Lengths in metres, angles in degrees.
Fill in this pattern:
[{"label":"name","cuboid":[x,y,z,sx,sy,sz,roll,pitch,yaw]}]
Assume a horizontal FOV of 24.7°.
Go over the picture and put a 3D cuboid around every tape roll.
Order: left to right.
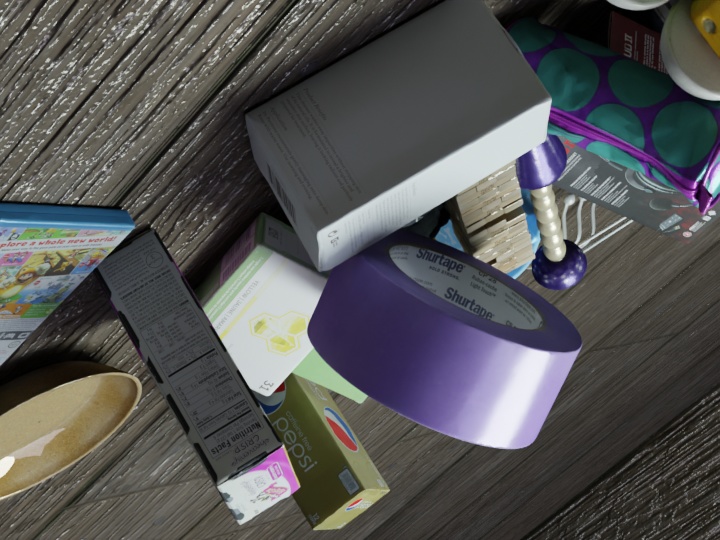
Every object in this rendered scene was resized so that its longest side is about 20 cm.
[{"label":"tape roll","cuboid":[0.064,0.048,1.259,0.199,0.199,0.086,1,118,-59]}]

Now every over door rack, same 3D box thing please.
[{"label":"over door rack","cuboid":[0.264,-0.063,1.699,0.198,0.067,0.148,-21,178,22]}]

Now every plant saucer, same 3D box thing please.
[{"label":"plant saucer","cuboid":[-0.279,0.131,1.378,0.199,0.036,0.201,-30,162,-11]}]

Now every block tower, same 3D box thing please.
[{"label":"block tower","cuboid":[0.098,-0.057,1.327,0.057,0.054,0.200,-28,154,-3]}]

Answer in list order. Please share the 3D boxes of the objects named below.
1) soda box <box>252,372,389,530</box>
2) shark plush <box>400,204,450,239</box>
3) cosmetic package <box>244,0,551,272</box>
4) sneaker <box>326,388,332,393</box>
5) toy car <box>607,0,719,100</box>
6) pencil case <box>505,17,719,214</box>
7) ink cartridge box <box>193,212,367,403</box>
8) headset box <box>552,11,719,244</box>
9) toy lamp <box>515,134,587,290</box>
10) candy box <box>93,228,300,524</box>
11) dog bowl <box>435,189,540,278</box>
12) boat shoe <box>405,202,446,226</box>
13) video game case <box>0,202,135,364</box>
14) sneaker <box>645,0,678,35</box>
[{"label":"soda box","cuboid":[-0.059,0.134,1.492,0.064,0.201,0.068,-37,162,12]},{"label":"shark plush","cuboid":[0.000,0.000,1.398,0.083,0.092,0.199,23,157,-37]},{"label":"cosmetic package","cuboid":[0.028,-0.103,1.193,0.198,0.114,0.081,-28,161,-10]},{"label":"sneaker","cuboid":[-0.026,0.060,1.573,0.097,0.071,0.201,-24,158,-41]},{"label":"toy car","cuboid":[0.270,-0.233,1.172,0.150,0.200,0.175,-44,-177,-21]},{"label":"pencil case","cuboid":[0.196,-0.121,1.270,0.093,0.198,0.086,-52,158,-35]},{"label":"ink cartridge box","cuboid":[-0.041,0.049,1.388,0.199,0.048,0.146,28,126,-23]},{"label":"headset box","cuboid":[0.240,-0.122,1.407,0.198,0.078,0.149,22,143,-17]},{"label":"toy lamp","cuboid":[0.157,-0.059,1.403,0.058,0.058,0.201,-31,142,-5]},{"label":"candy box","cuboid":[-0.124,0.083,1.257,0.061,0.201,0.137,-30,162,-7]},{"label":"dog bowl","cuboid":[0.119,-0.028,1.534,0.111,0.050,0.200,-29,161,-15]},{"label":"boat shoe","cuboid":[0.064,-0.075,1.400,0.074,0.063,0.200,-23,160,-34]},{"label":"video game case","cuboid":[-0.267,0.023,1.160,0.200,0.018,0.143,-42,159,24]},{"label":"sneaker","cuboid":[0.255,-0.165,1.469,0.146,0.077,0.202,-40,162,12]}]
